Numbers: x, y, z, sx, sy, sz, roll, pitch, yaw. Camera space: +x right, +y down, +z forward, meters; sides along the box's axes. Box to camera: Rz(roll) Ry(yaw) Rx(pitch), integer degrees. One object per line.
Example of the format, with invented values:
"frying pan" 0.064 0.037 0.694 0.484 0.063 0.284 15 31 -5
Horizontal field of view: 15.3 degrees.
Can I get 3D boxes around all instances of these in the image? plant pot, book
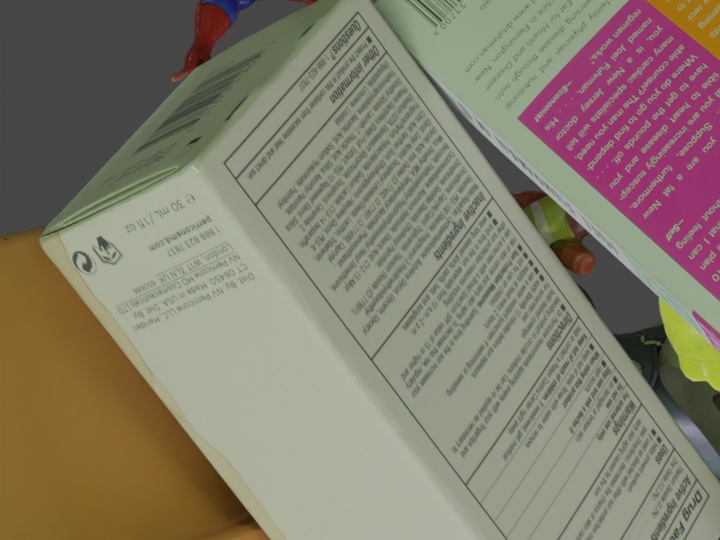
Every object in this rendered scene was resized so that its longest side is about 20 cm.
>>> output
"plant pot" -0.117 0.066 0.809 0.199 0.200 0.141 -14 90 14
"book" 0.110 -0.057 0.734 0.134 0.048 0.200 -43 56 0

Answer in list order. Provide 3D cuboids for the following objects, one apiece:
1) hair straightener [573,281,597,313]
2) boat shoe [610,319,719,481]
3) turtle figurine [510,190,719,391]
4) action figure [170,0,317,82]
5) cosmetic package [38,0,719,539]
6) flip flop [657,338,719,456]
"hair straightener" 0.000 0.000 0.882 0.199 0.041 0.077 13 55 30
"boat shoe" 0.072 0.056 0.881 0.199 0.062 0.073 -5 92 12
"turtle figurine" 0.138 -0.022 0.812 0.199 0.161 0.065 -1 109 4
"action figure" -0.049 -0.134 0.849 0.065 0.099 0.200 -21 118 20
"cosmetic package" 0.012 0.031 0.770 0.073 0.104 0.200 -22 110 42
"flip flop" 0.152 0.103 0.812 0.058 0.081 0.200 -38 87 -19
